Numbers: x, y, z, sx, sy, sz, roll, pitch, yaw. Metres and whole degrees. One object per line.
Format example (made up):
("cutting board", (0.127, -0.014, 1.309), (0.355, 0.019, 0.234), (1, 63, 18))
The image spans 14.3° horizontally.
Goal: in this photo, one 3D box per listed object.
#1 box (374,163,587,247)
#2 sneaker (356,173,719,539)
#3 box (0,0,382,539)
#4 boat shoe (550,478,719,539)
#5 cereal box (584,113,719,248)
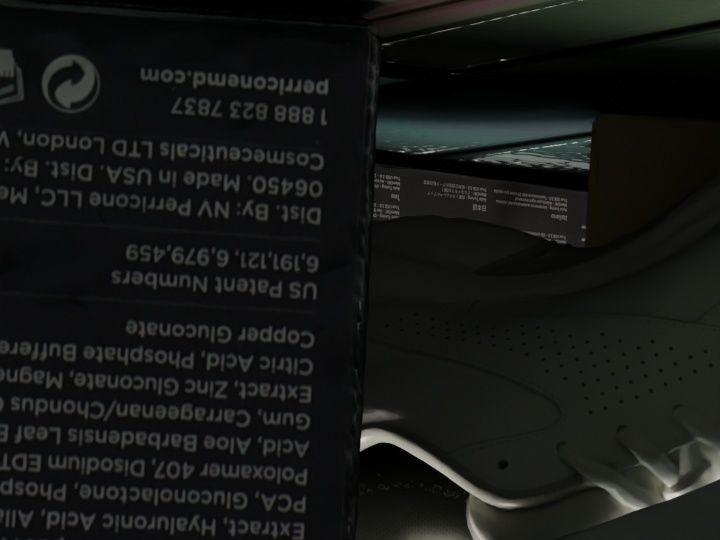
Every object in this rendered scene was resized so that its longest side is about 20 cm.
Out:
("box", (0.000, 0.000, 0.880), (0.199, 0.050, 0.157), (6, 175, -44))
("sneaker", (0.066, 0.036, 0.622), (0.199, 0.100, 0.078), (-12, 132, 27))
("box", (-0.075, 0.054, 0.597), (0.117, 0.201, 0.197), (3, 176, -12))
("boat shoe", (0.091, 0.071, 0.559), (0.199, 0.066, 0.070), (-19, 152, -12))
("cereal box", (0.141, -0.008, 0.742), (0.143, 0.040, 0.200), (4, 176, 12))
